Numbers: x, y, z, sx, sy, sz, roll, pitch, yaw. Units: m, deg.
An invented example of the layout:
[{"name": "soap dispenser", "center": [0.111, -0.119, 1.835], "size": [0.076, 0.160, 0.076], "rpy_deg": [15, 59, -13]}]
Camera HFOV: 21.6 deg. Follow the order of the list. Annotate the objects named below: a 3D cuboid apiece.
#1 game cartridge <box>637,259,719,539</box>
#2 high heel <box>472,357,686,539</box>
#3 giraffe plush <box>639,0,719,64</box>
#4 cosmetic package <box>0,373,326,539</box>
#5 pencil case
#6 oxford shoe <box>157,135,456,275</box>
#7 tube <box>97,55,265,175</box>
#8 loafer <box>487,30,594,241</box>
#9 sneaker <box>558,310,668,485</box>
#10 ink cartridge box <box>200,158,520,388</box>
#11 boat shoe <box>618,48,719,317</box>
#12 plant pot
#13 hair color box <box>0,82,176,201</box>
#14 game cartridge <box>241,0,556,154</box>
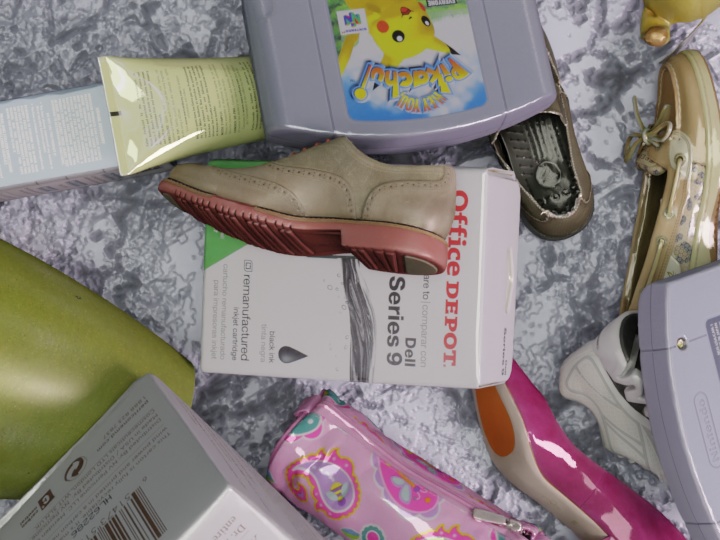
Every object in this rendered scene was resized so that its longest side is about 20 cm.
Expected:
[{"name": "game cartridge", "center": [0.254, 0.093, 1.263], "size": [0.132, 0.041, 0.202], "rpy_deg": [-16, 93, -26]}, {"name": "high heel", "center": [0.152, 0.130, 1.322], "size": [0.095, 0.067, 0.201], "rpy_deg": [-23, 80, -25]}, {"name": "giraffe plush", "center": [0.217, -0.263, 1.277], "size": [0.163, 0.172, 0.200], "rpy_deg": [52, 125, 8]}, {"name": "cosmetic package", "center": [-0.105, 0.210, 1.186], "size": [0.167, 0.166, 0.200], "rpy_deg": [-44, 122, -3]}, {"name": "pencil case", "center": [0.033, 0.162, 1.286], "size": [0.199, 0.087, 0.088], "rpy_deg": [32, 91, 11]}, {"name": "oxford shoe", "center": [-0.032, -0.050, 1.208], "size": [0.198, 0.070, 0.075], "rpy_deg": [12, 77, 15]}, {"name": "tube", "center": [-0.082, -0.114, 1.260], "size": [0.199, 0.052, 0.058], "rpy_deg": [-12, 48, -36]}, {"name": "loafer", "center": [0.113, -0.117, 1.302], "size": [0.075, 0.070, 0.201], "rpy_deg": [-26, 92, 0]}, {"name": "sneaker", "center": [0.219, 0.116, 1.316], "size": [0.081, 0.075, 0.200], "rpy_deg": [-32, 107, 38]}, {"name": "ink cartridge box", "center": [0.000, 0.000, 1.269], "size": [0.198, 0.084, 0.148], "rpy_deg": [2, 91, 18]}, {"name": "boat shoe", "center": [0.212, -0.052, 1.304], "size": [0.062, 0.073, 0.202], "rpy_deg": [0, 92, -3]}, {"name": "plant pot", "center": [-0.218, 0.077, 1.264], "size": [0.198, 0.187, 0.189], "rpy_deg": [17, 91, -16]}, {"name": "hair color box", "center": [-0.230, -0.082, 1.284], "size": [0.198, 0.099, 0.061], "rpy_deg": [-10, 90, -1]}, {"name": "game cartridge", "center": [0.027, -0.145, 1.249], "size": [0.198, 0.040, 0.135], "rpy_deg": [-8, 78, -12]}]
